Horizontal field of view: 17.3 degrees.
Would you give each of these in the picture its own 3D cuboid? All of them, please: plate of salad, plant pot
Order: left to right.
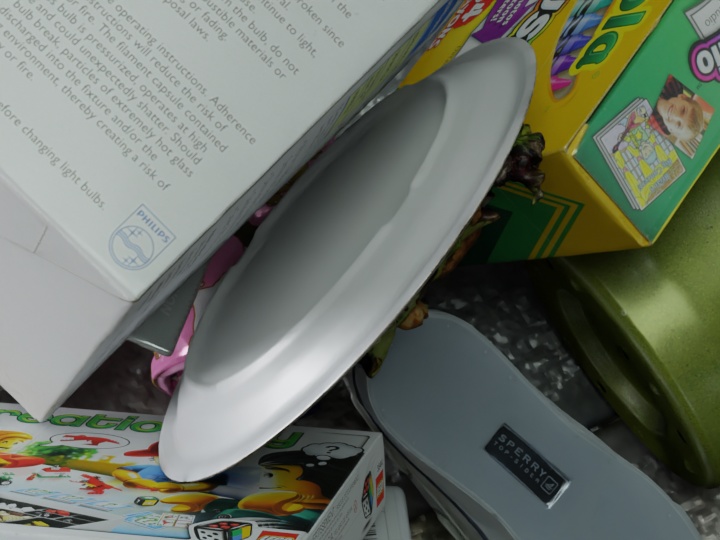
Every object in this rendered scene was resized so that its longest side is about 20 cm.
[{"bbox_3d":[0.000,0.000,0.845,0.048,0.200,0.200,40,65,-15],"label":"plate of salad"},{"bbox_3d":[0.177,-0.016,0.959,0.193,0.200,0.200,-36,72,-7],"label":"plant pot"}]

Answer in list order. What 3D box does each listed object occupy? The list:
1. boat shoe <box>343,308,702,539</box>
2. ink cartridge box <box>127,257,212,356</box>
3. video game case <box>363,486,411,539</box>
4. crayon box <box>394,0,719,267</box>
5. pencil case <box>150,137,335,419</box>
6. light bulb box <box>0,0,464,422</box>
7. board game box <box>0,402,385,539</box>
[{"bbox_3d":[0.062,0.091,0.948,0.202,0.086,0.075,43,81,-16],"label":"boat shoe"},{"bbox_3d":[-0.125,-0.079,0.964,0.173,0.044,0.200,24,69,-8],"label":"ink cartridge box"},{"bbox_3d":[-0.060,0.182,0.875,0.182,0.022,0.200,-4,65,-9],"label":"video game case"},{"bbox_3d":[0.098,-0.094,0.934,0.058,0.173,0.200,45,67,-20],"label":"crayon box"},{"bbox_3d":[-0.048,-0.039,0.998,0.086,0.083,0.200,15,57,-37],"label":"pencil case"},{"bbox_3d":[-0.074,-0.072,0.846,0.125,0.198,0.200,45,67,-2],"label":"light bulb box"},{"bbox_3d":[-0.102,0.086,0.859,0.200,0.126,0.035,3,106,13],"label":"board game box"}]
